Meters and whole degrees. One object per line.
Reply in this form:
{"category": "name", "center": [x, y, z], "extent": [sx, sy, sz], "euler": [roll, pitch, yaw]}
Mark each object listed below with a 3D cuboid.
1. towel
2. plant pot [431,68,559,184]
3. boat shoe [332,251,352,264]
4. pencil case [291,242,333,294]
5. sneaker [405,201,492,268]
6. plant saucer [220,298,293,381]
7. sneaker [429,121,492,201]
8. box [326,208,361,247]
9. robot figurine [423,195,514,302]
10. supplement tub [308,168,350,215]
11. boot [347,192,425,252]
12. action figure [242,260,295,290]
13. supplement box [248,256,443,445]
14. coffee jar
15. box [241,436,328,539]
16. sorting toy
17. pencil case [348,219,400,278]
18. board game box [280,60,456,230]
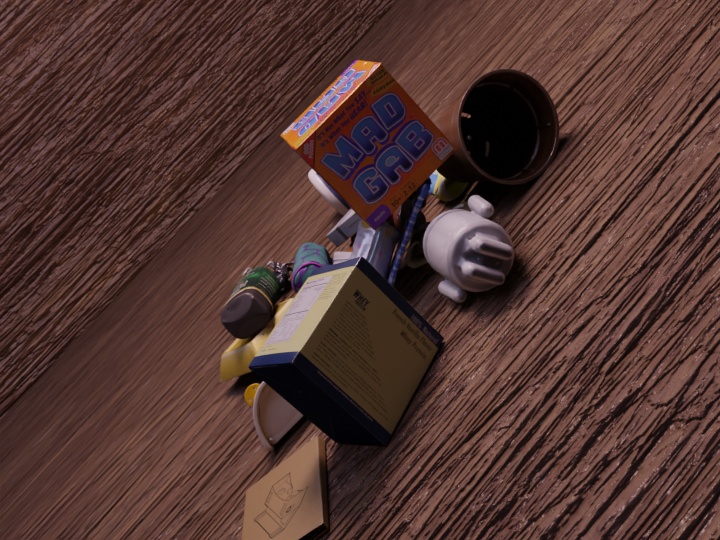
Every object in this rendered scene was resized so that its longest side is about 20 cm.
{"category": "towel", "center": [0.089, -0.070, 1.471], "extent": [0.145, 0.024, 0.200], "euler": [-71, -1, -78]}
{"category": "plant pot", "center": [0.226, -0.248, 1.496], "extent": [0.200, 0.200, 0.198], "euler": [-50, 15, -13]}
{"category": "boat shoe", "center": [0.000, 0.000, 1.625], "extent": [0.200, 0.073, 0.065], "euler": [-177, 100, -69]}
{"category": "pencil case", "center": [-0.102, 0.002, 1.737], "extent": [0.085, 0.093, 0.200], "euler": [-11, 13, 1]}
{"category": "sneaker", "center": [0.149, -0.052, 1.435], "extent": [0.200, 0.067, 0.090], "euler": [-22, 31, 57]}
{"category": "plant saucer", "center": [-0.203, 0.134, 1.702], "extent": [0.200, 0.048, 0.200], "euler": [-25, 19, 52]}
{"category": "sneaker", "center": [0.198, -0.227, 1.649], "extent": [0.200, 0.076, 0.105], "euler": [-52, 21, -15]}
{"category": "box", "center": [0.023, -0.142, 1.752], "extent": [0.156, 0.041, 0.200], "euler": [-50, 10, -31]}
{"category": "robot figurine", "center": [0.169, -0.035, 1.293], "extent": [0.170, 0.113, 0.200], "euler": [-69, 19, 7]}
{"category": "supplement tub", "center": [-0.011, -0.247, 1.974], "extent": [0.200, 0.145, 0.145], "euler": [-42, 21, 8]}
{"category": "boot", "center": [0.038, -0.087, 1.696], "extent": [0.200, 0.068, 0.188], "euler": [-36, 23, 23]}
{"category": "action figure", "center": [-0.234, 0.036, 1.928], "extent": [0.200, 0.102, 0.119], "euler": [-51, 10, -11]}
{"category": "supplement box", "center": [-0.018, 0.123, 1.227], "extent": [0.134, 0.200, 0.200], "euler": [-13, 38, 53]}
{"category": "coffee jar", "center": [-0.227, 0.066, 1.696], "extent": [0.104, 0.085, 0.200], "euler": [-39, 13, 11]}
{"category": "box", "center": [-0.115, 0.357, 1.222], "extent": [0.163, 0.021, 0.200], "euler": [-40, 21, 14]}
{"category": "sorting toy", "center": [-0.123, 0.201, 1.460], "extent": [0.200, 0.107, 0.180], "euler": [-45, 2, -1]}
{"category": "pencil case", "center": [0.007, 0.006, 1.478], "extent": [0.091, 0.083, 0.200], "euler": [65, -137, -69]}
{"category": "board game box", "center": [0.008, -0.228, 1.444], "extent": [0.200, 0.200, 0.200], "euler": [-45, 20, 2]}
